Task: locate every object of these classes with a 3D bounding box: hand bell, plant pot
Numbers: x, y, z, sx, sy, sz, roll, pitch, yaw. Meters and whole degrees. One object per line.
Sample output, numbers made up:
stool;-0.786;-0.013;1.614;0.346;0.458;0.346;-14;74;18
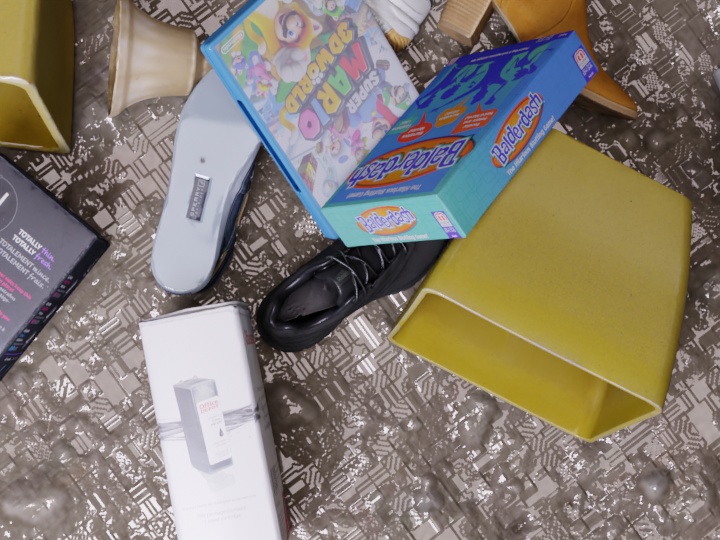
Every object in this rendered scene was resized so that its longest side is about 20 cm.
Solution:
hand bell;-0.111;-0.174;1.199;0.198;0.104;0.105;4;87;-13
plant pot;0.158;0.005;1.145;0.199;0.200;0.177;26;74;-1
plant pot;-0.329;-0.225;1.137;0.194;0.194;0.202;7;79;-1

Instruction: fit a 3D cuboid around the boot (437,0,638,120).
boot;0.178;-0.231;1.207;0.200;0.071;0.145;29;90;5

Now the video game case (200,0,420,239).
video game case;-0.027;-0.147;1.156;0.143;0.018;0.201;-46;121;-22

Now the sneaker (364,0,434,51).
sneaker;-0.019;-0.280;1.209;0.200;0.076;0.088;41;80;-9

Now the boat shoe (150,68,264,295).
boat shoe;-0.125;-0.077;1.179;0.070;0.091;0.202;19;88;1

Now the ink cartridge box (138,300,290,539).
ink cartridge box;-0.115;0.131;1.143;0.084;0.146;0.202;-9;87;-2

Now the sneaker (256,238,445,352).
sneaker;0.000;0.000;1.182;0.200;0.091;0.076;-40;87;-5

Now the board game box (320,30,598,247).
board game box;0.078;-0.104;1.124;0.045;0.152;0.200;52;60;-23

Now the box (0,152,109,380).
box;-0.318;0.015;1.161;0.122;0.106;0.200;40;86;-2

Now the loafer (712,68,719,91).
loafer;0.338;-0.157;1.215;0.069;0.070;0.202;9;79;3
